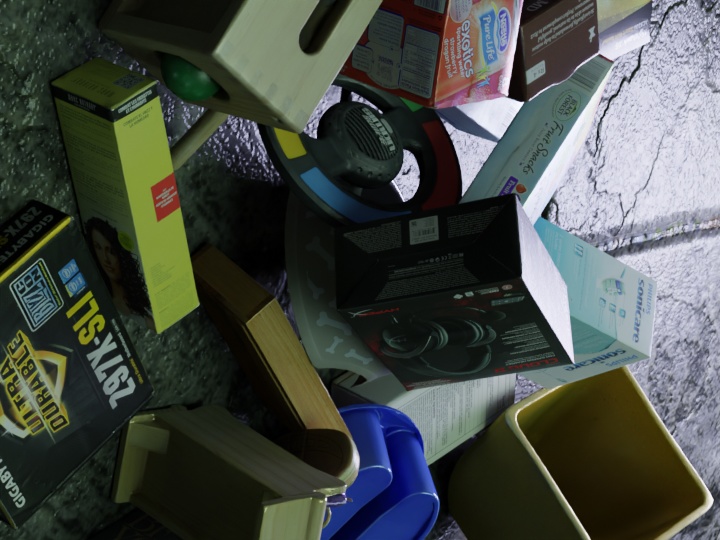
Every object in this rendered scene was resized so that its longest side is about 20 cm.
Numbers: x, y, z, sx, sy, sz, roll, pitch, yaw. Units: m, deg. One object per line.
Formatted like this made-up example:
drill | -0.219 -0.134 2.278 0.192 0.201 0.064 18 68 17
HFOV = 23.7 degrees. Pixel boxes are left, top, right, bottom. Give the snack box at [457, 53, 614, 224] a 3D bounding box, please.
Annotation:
snack box | 0.138 -0.081 1.464 0.201 0.053 0.143 -56 168 -24

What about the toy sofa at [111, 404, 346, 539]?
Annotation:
toy sofa | -0.107 0.184 1.400 0.097 0.199 0.084 -3 111 -44

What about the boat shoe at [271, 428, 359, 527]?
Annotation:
boat shoe | -0.071 0.195 1.476 0.063 0.199 0.074 38 40 -34

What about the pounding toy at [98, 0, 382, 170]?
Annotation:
pounding toy | -0.087 -0.178 1.269 0.142 0.184 0.201 39 77 -40

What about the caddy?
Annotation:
caddy | -0.023 0.210 1.569 0.200 0.105 0.141 -45 128 15

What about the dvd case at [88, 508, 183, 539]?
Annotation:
dvd case | -0.181 0.253 1.387 0.199 0.148 0.016 -29 126 -39

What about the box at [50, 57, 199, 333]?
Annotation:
box | -0.175 -0.054 1.293 0.050 0.075 0.201 -35 132 -35

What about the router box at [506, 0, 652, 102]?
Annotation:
router box | 0.189 -0.257 1.540 0.199 0.052 0.158 -28 129 -39

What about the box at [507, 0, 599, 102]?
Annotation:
box | 0.090 -0.212 1.430 0.100 0.199 0.075 -35 133 -34

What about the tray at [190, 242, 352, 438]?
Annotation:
tray | -0.078 0.073 1.457 0.037 0.098 0.201 -40 137 -14

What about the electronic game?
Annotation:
electronic game | 0.001 -0.105 1.411 0.199 0.201 0.042 -17 160 -45

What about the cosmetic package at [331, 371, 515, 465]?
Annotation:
cosmetic package | 0.065 0.122 1.684 0.199 0.073 0.104 -28 129 -40

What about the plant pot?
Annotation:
plant pot | 0.205 0.236 1.806 0.194 0.196 0.200 -24 168 -42

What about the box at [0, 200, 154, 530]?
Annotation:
box | -0.251 0.072 1.289 0.160 0.049 0.201 -46 139 -28

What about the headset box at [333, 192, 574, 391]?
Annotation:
headset box | 0.080 0.026 1.371 0.200 0.148 0.078 53 31 -58

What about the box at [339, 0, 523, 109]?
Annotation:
box | 0.023 -0.205 1.351 0.095 0.199 0.101 -13 119 -44

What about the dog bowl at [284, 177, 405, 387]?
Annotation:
dog bowl | 0.000 0.000 1.472 0.200 0.058 0.202 -7 90 -70

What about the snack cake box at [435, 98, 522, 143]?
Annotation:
snack cake box | 0.125 -0.231 1.575 0.115 0.067 0.201 29 85 -51

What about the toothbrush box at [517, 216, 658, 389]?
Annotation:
toothbrush box | 0.159 0.027 1.619 0.199 0.146 0.086 27 60 -28
